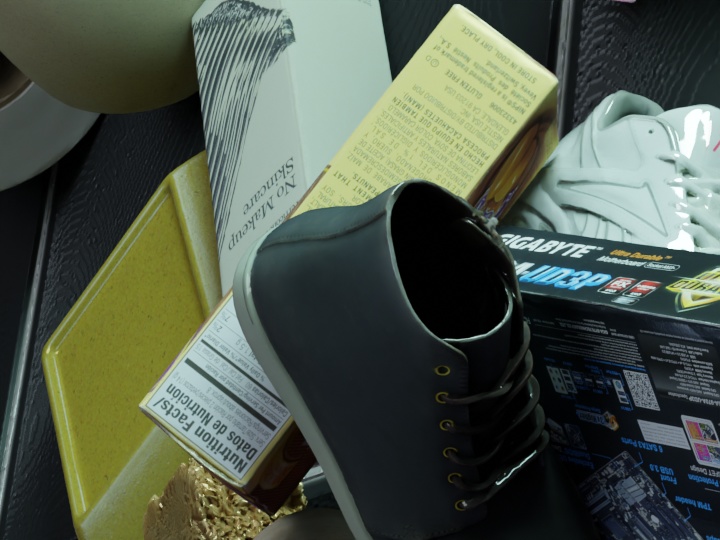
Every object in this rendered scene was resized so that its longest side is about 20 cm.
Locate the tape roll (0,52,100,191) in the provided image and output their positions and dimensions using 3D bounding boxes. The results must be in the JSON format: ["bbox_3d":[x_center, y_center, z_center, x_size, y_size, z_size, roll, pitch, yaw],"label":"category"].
[{"bbox_3d":[-0.255,-0.157,1.728,0.139,0.203,0.203,30,98,59],"label":"tape roll"}]

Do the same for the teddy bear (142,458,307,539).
[{"bbox_3d":[-0.045,0.181,1.335,0.145,0.067,0.200,-62,36,31],"label":"teddy bear"}]

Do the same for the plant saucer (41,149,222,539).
[{"bbox_3d":[-0.104,0.047,1.513,0.200,0.048,0.200,-52,35,26],"label":"plant saucer"}]

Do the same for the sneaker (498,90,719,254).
[{"bbox_3d":[0.122,-0.017,1.165,0.099,0.078,0.200,-57,33,14],"label":"sneaker"}]

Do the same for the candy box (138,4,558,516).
[{"bbox_3d":[0.000,0.000,1.151,0.200,0.056,0.117,-51,-9,-5],"label":"candy box"}]

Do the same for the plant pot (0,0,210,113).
[{"bbox_3d":[-0.133,-0.165,1.580,0.200,0.200,0.135,-128,28,-56],"label":"plant pot"}]

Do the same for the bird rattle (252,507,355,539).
[{"bbox_3d":[-0.013,0.167,1.170,0.113,0.200,0.163,-46,13,33],"label":"bird rattle"}]

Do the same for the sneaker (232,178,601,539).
[{"bbox_3d":[0.040,0.061,1.035,0.075,0.200,0.106,-43,11,-29],"label":"sneaker"}]

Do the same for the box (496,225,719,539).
[{"bbox_3d":[0.115,0.069,1.054,0.046,0.159,0.200,-31,19,-25],"label":"box"}]

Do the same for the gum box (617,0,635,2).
[{"bbox_3d":[0.101,-0.210,1.226,0.114,0.066,0.200,-50,-31,-75],"label":"gum box"}]

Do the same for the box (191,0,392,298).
[{"bbox_3d":[-0.030,-0.070,1.444,0.082,0.068,0.200,-46,37,34],"label":"box"}]
